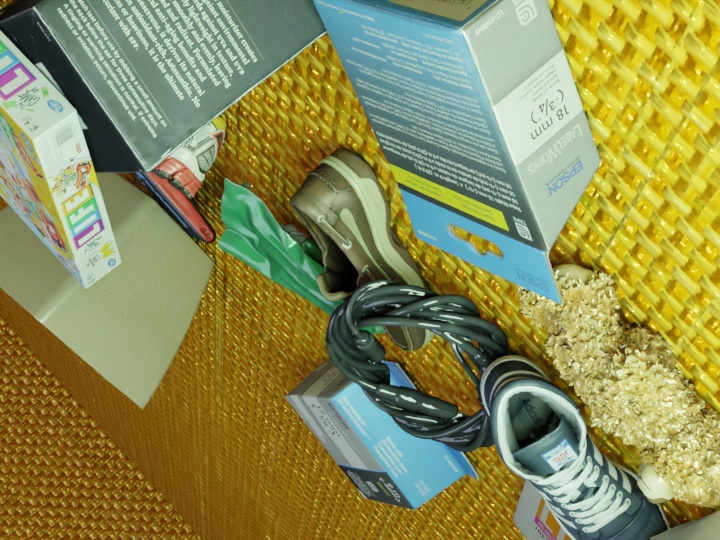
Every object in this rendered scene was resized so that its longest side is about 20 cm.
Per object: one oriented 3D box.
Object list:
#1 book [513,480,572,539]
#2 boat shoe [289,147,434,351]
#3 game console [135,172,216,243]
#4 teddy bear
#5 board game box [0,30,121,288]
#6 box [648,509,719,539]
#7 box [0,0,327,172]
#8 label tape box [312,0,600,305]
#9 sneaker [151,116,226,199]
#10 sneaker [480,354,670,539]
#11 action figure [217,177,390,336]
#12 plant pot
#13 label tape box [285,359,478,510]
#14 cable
[{"bbox_3d":[0.189,0.220,1.260,0.134,0.048,0.200,47,164,20],"label":"book"},{"bbox_3d":[-0.004,-0.002,1.216,0.075,0.075,0.203,27,151,49],"label":"boat shoe"},{"bbox_3d":[-0.215,-0.099,1.525,0.177,0.031,0.200,54,174,-10],"label":"game console"},{"bbox_3d":[0.169,0.078,0.985,0.200,0.067,0.145,54,163,-12],"label":"teddy bear"},{"bbox_3d":[-0.225,-0.085,1.006,0.134,0.034,0.200,45,161,20],"label":"board game box"},{"bbox_3d":[0.253,0.281,0.972,0.199,0.171,0.200,37,161,3],"label":"box"},{"bbox_3d":[-0.123,-0.168,0.977,0.123,0.198,0.200,57,161,-17],"label":"box"},{"bbox_3d":[0.065,-0.092,0.903,0.144,0.063,0.200,28,152,48],"label":"label tape box"},{"bbox_3d":[-0.157,-0.122,1.359,0.078,0.082,0.200,36,-178,-21],"label":"sneaker"},{"bbox_3d":[0.159,0.151,1.096,0.200,0.070,0.109,50,-177,-1],"label":"sneaker"},{"bbox_3d":[-0.037,0.000,1.330,0.200,0.055,0.118,36,157,18],"label":"action figure"},{"bbox_3d":[-0.284,-0.002,1.667,0.200,0.177,0.200,33,168,42],"label":"plant pot"},{"bbox_3d":[0.019,0.162,1.498,0.143,0.066,0.200,54,163,-11],"label":"label tape box"},{"bbox_3d":[0.050,0.073,1.209,0.163,0.051,0.200,-4,139,45],"label":"cable"}]
